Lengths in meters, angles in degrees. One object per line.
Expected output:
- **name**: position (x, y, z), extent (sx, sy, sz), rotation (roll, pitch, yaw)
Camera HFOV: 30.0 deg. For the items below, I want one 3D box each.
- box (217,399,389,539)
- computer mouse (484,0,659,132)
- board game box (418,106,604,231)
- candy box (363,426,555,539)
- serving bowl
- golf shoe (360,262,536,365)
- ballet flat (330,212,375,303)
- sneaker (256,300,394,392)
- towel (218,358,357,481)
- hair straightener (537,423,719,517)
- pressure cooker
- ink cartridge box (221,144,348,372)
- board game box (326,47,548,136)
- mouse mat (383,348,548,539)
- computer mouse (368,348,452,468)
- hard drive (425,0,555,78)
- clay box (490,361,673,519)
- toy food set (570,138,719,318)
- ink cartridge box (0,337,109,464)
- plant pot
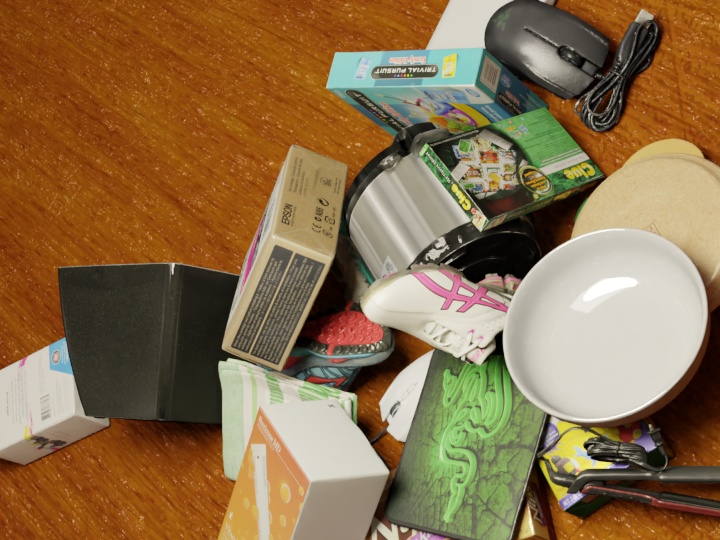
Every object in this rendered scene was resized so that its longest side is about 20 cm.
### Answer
- **box**: position (-0.064, 0.253, 1.407), extent (0.124, 0.097, 0.201), rotation (49, 130, 45)
- **computer mouse**: position (0.216, -0.249, 1.480), extent (0.200, 0.053, 0.139), rotation (29, 89, 31)
- **board game box**: position (0.158, -0.107, 1.382), extent (0.105, 0.200, 0.023), rotation (51, 134, 19)
- **candy box**: position (0.093, 0.248, 1.378), extent (0.200, 0.056, 0.117), rotation (-23, 58, 26)
- **serving bowl**: position (0.238, 0.062, 1.272), extent (0.199, 0.066, 0.201), rotation (-16, 54, 24)
- **golf shoe**: position (0.096, 0.047, 1.316), extent (0.073, 0.199, 0.092), rotation (-58, 38, 40)
- **ballet flat**: position (0.000, 0.000, 1.553), extent (0.072, 0.072, 0.200), rotation (-41, 47, 15)
- **sneaker**: position (-0.027, 0.095, 1.511), extent (0.200, 0.096, 0.079), rotation (-8, 42, 44)
- **towel**: position (-0.083, 0.188, 1.511), extent (0.200, 0.023, 0.153), rotation (11, 109, 38)
- **hair straightener**: position (0.262, 0.178, 1.247), extent (0.199, 0.041, 0.077), rotation (6, 96, 21)
- **pressure cooker**: position (0.078, -0.051, 1.436), extent (0.176, 0.178, 0.200), rotation (-45, 52, 16)
- **ink cartridge box**: position (-0.081, -0.016, 1.478), extent (0.200, 0.075, 0.165), rotation (-84, 18, -57)
- **board game box**: position (0.086, -0.194, 1.508), extent (0.199, 0.151, 0.047), rotation (5, 74, 38)
- **mouse mat**: position (0.111, 0.172, 1.360), extent (0.161, 0.008, 0.201), rotation (4, 68, 40)
- **computer mouse**: position (0.051, 0.142, 1.462), extent (0.200, 0.044, 0.110), rotation (-42, 51, 15)
- **hard drive**: position (0.160, -0.304, 1.582), extent (0.132, 0.027, 0.201), rotation (24, 85, 40)
- **clay box**: position (0.212, 0.131, 1.345), extent (0.115, 0.048, 0.200), rotation (-39, 54, 17)
- **toy food set**: position (0.296, -0.026, 1.350), extent (0.198, 0.049, 0.200), rotation (-47, 51, 11)
- **ink cartridge box**: position (-0.431, 0.180, 1.785), extent (0.200, 0.068, 0.116), rotation (-25, 58, 25)
- **plant pot**: position (-0.232, 0.093, 1.605), extent (0.199, 0.199, 0.178), rotation (-1, 82, 36)
